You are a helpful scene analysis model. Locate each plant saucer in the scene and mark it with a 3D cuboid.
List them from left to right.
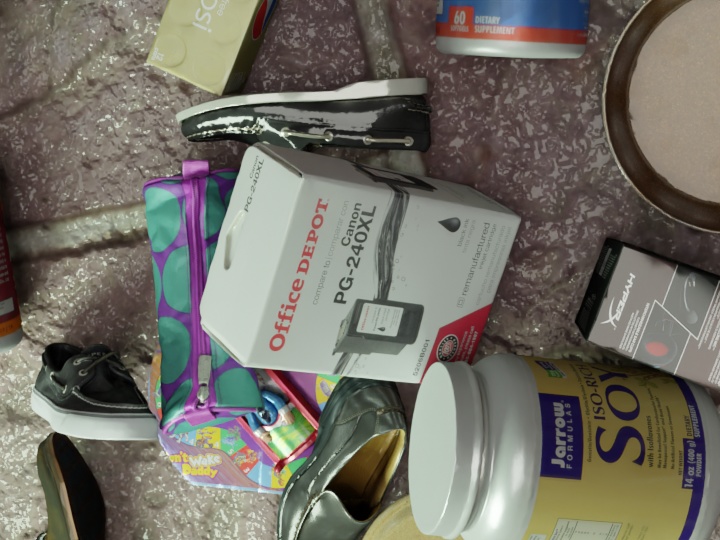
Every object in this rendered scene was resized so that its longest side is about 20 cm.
[{"bbox_3d":[0.280,-0.127,0.911,0.199,0.034,0.202,2,100,9],"label":"plant saucer"}]

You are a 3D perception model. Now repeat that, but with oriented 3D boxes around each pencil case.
[{"bbox_3d":[-0.121,0.022,0.953,0.084,0.092,0.202,-6,81,-4],"label":"pencil case"}]

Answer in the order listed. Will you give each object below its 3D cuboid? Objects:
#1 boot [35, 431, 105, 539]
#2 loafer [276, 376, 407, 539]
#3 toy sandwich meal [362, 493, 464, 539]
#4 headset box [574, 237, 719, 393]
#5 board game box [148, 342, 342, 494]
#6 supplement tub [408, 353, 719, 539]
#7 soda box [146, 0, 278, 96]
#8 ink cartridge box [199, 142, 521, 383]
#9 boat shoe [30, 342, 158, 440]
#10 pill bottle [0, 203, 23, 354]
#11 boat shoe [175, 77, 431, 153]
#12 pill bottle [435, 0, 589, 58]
[{"bbox_3d":[-0.267,0.241,1.055,0.096,0.075,0.201,-13,100,9],"label":"boot"},{"bbox_3d":[-0.016,0.181,0.987,0.072,0.072,0.201,7,113,-24],"label":"loafer"},{"bbox_3d":[0.092,0.249,1.001,0.204,0.070,0.207,3,103,12],"label":"toy sandwich meal"},{"bbox_3d":[0.263,0.046,0.885,0.199,0.149,0.075,21,95,5],"label":"headset box"},{"bbox_3d":[-0.086,0.115,1.016,0.198,0.039,0.159,5,101,9],"label":"board game box"},{"bbox_3d":[0.146,0.137,0.896,0.199,0.145,0.146,6,103,-12],"label":"supplement tub"},{"bbox_3d":[-0.092,-0.238,0.938,0.067,0.064,0.201,25,103,4],"label":"soda box"},{"bbox_3d":[0.000,0.000,0.904,0.199,0.083,0.146,8,107,-34],"label":"ink cartridge box"},{"bbox_3d":[-0.212,0.091,0.974,0.069,0.200,0.067,4,91,-27],"label":"boat shoe"},{"bbox_3d":[-0.345,-0.028,0.997,0.112,0.113,0.202,-5,100,11],"label":"pill bottle"},{"bbox_3d":[-0.043,-0.110,0.953,0.198,0.074,0.061,-6,95,2],"label":"boat shoe"},{"bbox_3d":[0.112,-0.254,0.876,0.111,0.112,0.202,3,101,9],"label":"pill bottle"}]
